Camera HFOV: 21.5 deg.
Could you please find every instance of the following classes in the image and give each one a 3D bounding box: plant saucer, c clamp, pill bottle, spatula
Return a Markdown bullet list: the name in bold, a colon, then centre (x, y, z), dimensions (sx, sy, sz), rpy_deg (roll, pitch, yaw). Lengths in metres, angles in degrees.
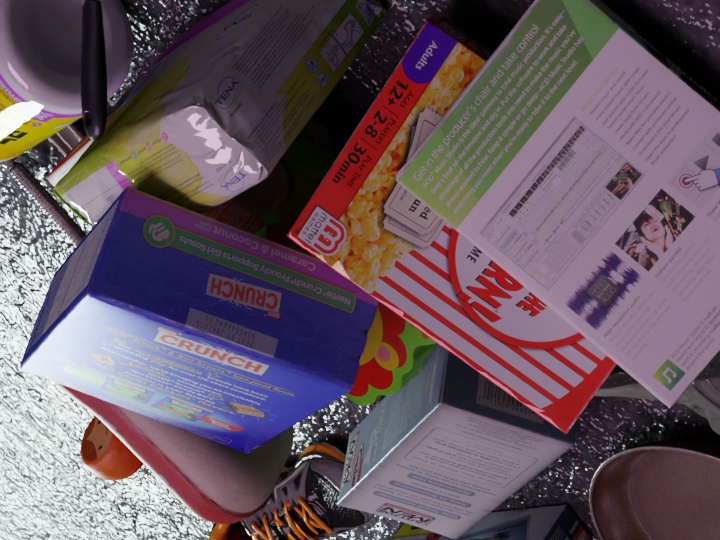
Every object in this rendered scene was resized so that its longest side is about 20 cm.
- **plant saucer**: centre (0.247, 0.180, 1.267), dimensions (0.199, 0.032, 0.201), rpy_deg (26, 145, 20)
- **c clamp**: centre (-0.225, -0.049, 1.465), dimensions (0.170, 0.027, 0.201), rpy_deg (-12, 122, 50)
- **pill bottle**: centre (-0.244, -0.135, 1.311), dimensions (0.104, 0.104, 0.199), rpy_deg (49, 146, -14)
- **spatula**: centre (-0.170, -0.179, 1.155), dimensions (0.056, 0.020, 0.202), rpy_deg (-15, 82, 53)

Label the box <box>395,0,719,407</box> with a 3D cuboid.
- **box**: centre (0.139, -0.044, 1.031), dimensions (0.200, 0.036, 0.145), rpy_deg (39, 106, -2)

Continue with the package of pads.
- **package of pads**: centre (-0.091, -0.099, 1.154), dimensions (0.068, 0.155, 0.199), rpy_deg (44, 147, -16)

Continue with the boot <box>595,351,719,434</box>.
- **boot**: centre (0.212, 0.081, 1.160), dimensions (0.199, 0.068, 0.131), rpy_deg (-10, 129, 51)

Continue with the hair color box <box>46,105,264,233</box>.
- **hair color box**: centre (-0.120, -0.027, 1.355), dimensions (0.200, 0.061, 0.101), rpy_deg (47, 147, -11)

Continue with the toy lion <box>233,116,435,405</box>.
- **toy lion**: centre (0.000, 0.000, 1.227), dimensions (0.199, 0.069, 0.193), rpy_deg (6, 120, 39)

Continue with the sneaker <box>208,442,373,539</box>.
- **sneaker**: centre (-0.053, 0.198, 1.542), dimensions (0.078, 0.077, 0.199), rpy_deg (49, 145, -12)

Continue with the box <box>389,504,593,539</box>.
- **box**: centre (0.066, 0.244, 1.424), dimensions (0.038, 0.137, 0.199), rpy_deg (50, 146, -17)

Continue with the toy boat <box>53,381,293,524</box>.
- **toy boat**: centre (-0.152, 0.102, 1.344), dimensions (0.130, 0.131, 0.200), rpy_deg (-37, 103, 29)

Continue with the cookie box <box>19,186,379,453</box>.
- **cookie box**: centre (-0.103, 0.037, 1.177), dimensions (0.170, 0.076, 0.200), rpy_deg (21, 158, -15)

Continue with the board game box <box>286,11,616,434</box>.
- **board game box**: centre (0.081, -0.027, 1.087), dimensions (0.199, 0.046, 0.152), rpy_deg (34, 106, 1)

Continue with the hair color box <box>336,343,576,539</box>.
- **hair color box**: centre (0.065, 0.117, 1.315), dimensions (0.098, 0.061, 0.200), rpy_deg (18, 149, -13)
